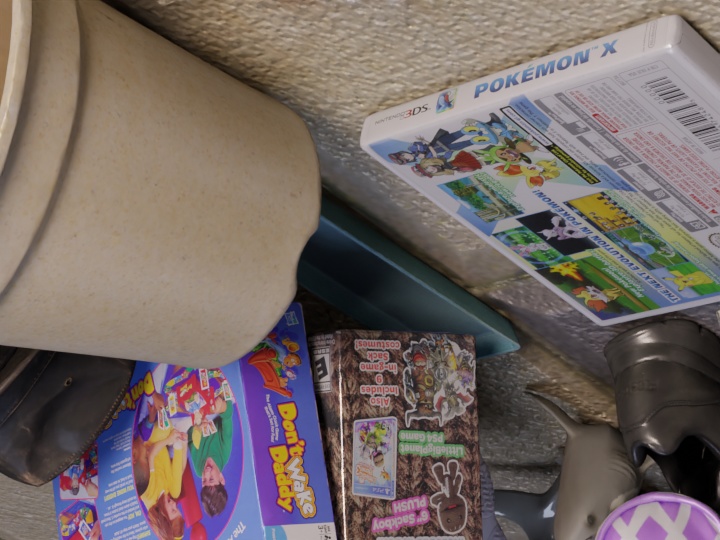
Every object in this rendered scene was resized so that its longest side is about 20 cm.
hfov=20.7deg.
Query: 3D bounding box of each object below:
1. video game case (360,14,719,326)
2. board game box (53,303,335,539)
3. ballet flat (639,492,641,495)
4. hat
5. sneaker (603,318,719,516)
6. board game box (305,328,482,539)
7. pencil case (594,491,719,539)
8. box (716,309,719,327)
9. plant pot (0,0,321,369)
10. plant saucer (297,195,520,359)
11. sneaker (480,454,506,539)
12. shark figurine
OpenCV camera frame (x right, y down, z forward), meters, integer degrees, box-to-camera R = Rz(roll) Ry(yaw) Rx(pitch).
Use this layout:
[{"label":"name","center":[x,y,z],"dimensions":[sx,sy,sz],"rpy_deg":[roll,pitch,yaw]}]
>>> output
[{"label":"video game case","center":[0.131,-0.039,0.941],"dimensions":[0.182,0.022,0.200],"rpy_deg":[-15,143,41]},{"label":"board game box","center":[-0.098,0.109,1.067],"dimensions":[0.045,0.135,0.200],"rpy_deg":[3,161,-38]},{"label":"ballet flat","center":[0.206,0.198,1.318],"dimensions":[0.200,0.057,0.066],"rpy_deg":[32,149,-34]},{"label":"hat","center":[-0.172,0.057,1.040],"dimensions":[0.081,0.201,0.200],"rpy_deg":[44,142,-22]},{"label":"sneaker","center":[0.213,0.105,1.102],"dimensions":[0.200,0.091,0.076],"rpy_deg":[25,141,-26]},{"label":"board game box","center":[-0.019,0.139,1.092],"dimensions":[0.097,0.201,0.159],"rpy_deg":[3,171,-38]},{"label":"pencil case","center":[0.168,0.189,1.104],"dimensions":[0.084,0.086,0.200],"rpy_deg":[1,156,10]},{"label":"box","center":[0.299,0.033,0.917],"dimensions":[0.200,0.048,0.193],"rpy_deg":[-31,133,25]},{"label":"plant pot","center":[-0.126,-0.039,0.891],"dimensions":[0.183,0.201,0.200],"rpy_deg":[18,154,-35]},{"label":"plant saucer","center":[0.000,0.000,1.073],"dimensions":[0.070,0.019,0.200],"rpy_deg":[-16,141,43]},{"label":"sneaker","center":[0.026,0.152,1.199],"dimensions":[0.075,0.200,0.115],"rpy_deg":[-20,-164,-36]},{"label":"shark figurine","center":[0.124,0.113,1.201],"dimensions":[0.089,0.128,0.214],"rpy_deg":[40,169,0]}]
